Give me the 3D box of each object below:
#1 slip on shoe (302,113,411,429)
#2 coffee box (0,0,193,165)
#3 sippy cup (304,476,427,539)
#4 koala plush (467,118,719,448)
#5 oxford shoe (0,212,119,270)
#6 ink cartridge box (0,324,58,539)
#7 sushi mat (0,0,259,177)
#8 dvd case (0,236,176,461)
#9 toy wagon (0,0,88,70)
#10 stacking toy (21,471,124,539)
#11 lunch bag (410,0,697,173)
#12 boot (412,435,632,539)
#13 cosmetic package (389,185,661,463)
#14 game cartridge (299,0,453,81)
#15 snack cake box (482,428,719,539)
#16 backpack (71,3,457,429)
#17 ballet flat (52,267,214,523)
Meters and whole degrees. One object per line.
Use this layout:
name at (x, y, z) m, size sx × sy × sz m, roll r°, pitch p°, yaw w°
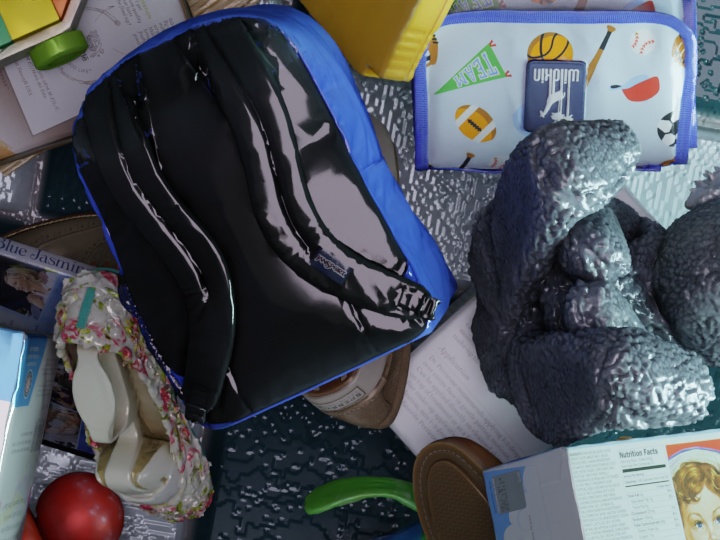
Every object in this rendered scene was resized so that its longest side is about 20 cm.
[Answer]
slip on shoe at (0.000, 0.000, 1.469) m, size 0.076 × 0.061 × 0.200 m, roll -24°, pitch 51°, yaw 28°
coffee box at (-0.190, -0.110, 1.441) m, size 0.200 × 0.114 × 0.080 m, roll -19°, pitch 94°, yaw 0°
sippy cup at (0.008, 0.219, 1.484) m, size 0.130 × 0.140 × 0.178 m, roll -10°, pitch 74°, yaw 8°
koala plush at (0.177, 0.010, 1.399) m, size 0.200 × 0.184 × 0.178 m, roll -11°, pitch 74°, yaw -19°
oxford shoe at (-0.139, 0.000, 1.483) m, size 0.199 × 0.075 × 0.071 m, roll -4°, pitch 94°, yaw -2°
ink cartridge box at (-0.254, 0.122, 1.388) m, size 0.125 × 0.129 × 0.201 m, roll 11°, pitch 87°, yaw 2°
sushi mat at (-0.164, -0.149, 1.502) m, size 0.200 × 0.012 × 0.096 m, roll -34°, pitch 96°, yaw 1°
dvd case at (-0.203, 0.042, 1.472) m, size 0.200 × 0.018 × 0.143 m, roll 18°, pitch 131°, yaw -4°
toy wagon at (-0.205, -0.181, 1.365) m, size 0.200 × 0.040 × 0.155 m, roll -24°, pitch 87°, yaw -1°
stacking toy at (-0.236, 0.180, 1.496) m, size 0.200 × 0.085 × 0.086 m, roll -27°, pitch 95°, yaw -8°
lunch bag at (0.110, -0.156, 1.452) m, size 0.170 × 0.124 × 0.201 m, roll 0°, pitch 87°, yaw 0°
boot at (0.123, 0.141, 1.443) m, size 0.200 × 0.074 × 0.155 m, roll 53°, pitch 46°, yaw -14°
cosmetic package at (0.106, 0.043, 1.498) m, size 0.200 × 0.071 × 0.101 m, roll -41°, pitch 93°, yaw 1°
game cartridge at (0.017, -0.230, 1.404) m, size 0.032 × 0.176 × 0.200 m, roll 1°, pitch 129°, yaw -37°
snack cake box at (0.168, 0.151, 1.380) m, size 0.200 × 0.067 × 0.115 m, roll -2°, pitch 76°, yaw -43°
backpack at (-0.061, -0.041, 1.344) m, size 0.162 × 0.168 × 0.200 m, roll -27°, pitch 98°, yaw 10°
ballet flat at (-0.139, 0.087, 1.443) m, size 0.075 × 0.064 × 0.200 m, roll -2°, pitch 130°, yaw 20°
